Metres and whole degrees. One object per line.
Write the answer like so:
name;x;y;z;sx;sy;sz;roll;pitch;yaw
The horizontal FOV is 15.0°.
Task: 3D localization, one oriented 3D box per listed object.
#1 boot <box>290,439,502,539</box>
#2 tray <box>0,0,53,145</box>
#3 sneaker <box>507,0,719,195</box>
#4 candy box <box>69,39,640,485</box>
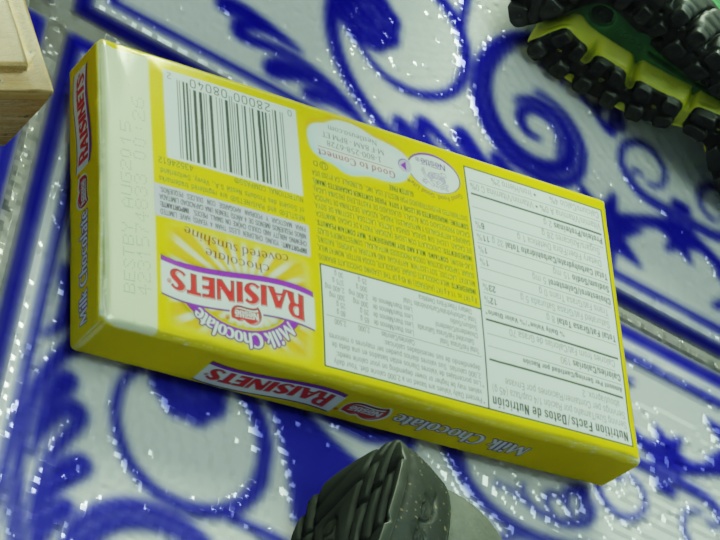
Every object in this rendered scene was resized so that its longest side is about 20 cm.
boot;0.028;0.152;0.762;0.131;0.068;0.200;39;46;-20
tray;-0.189;-0.086;0.763;0.199;0.037;0.099;-2;64;-41
sneaker;0.151;-0.078;1.003;0.200;0.078;0.085;37;45;-13
candy box;0.000;0.000;0.865;0.199;0.026;0.103;17;55;-30
